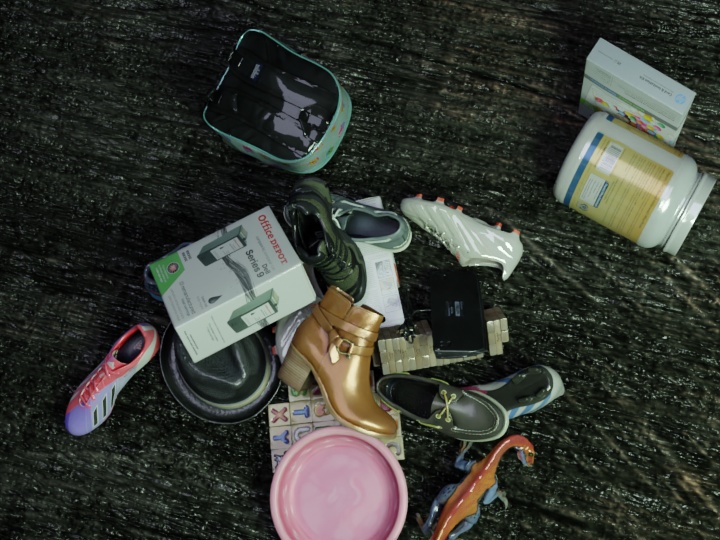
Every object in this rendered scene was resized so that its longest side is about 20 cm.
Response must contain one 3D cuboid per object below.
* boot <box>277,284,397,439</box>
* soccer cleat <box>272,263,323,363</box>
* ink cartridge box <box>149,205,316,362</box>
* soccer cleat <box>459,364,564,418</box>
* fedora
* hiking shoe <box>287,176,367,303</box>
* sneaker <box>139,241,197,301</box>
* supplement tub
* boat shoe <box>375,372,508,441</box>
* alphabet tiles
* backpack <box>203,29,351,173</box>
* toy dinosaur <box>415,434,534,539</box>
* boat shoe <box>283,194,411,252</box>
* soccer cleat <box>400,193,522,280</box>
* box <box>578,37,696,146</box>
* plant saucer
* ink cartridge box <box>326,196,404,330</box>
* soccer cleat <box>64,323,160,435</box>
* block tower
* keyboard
[{"bbox_3d":[-0.004,0.130,1.574,0.199,0.077,0.157,33,97,12],"label":"boot"},{"bbox_3d":[-0.088,0.073,1.653,0.077,0.069,0.203,-15,72,25],"label":"soccer cleat"},{"bbox_3d":[-0.182,0.016,1.597,0.198,0.085,0.147,-27,47,-6],"label":"ink cartridge box"},{"bbox_3d":[0.201,0.192,1.606,0.198,0.086,0.071,-22,67,26],"label":"soccer cleat"},{"bbox_3d":[-0.213,0.126,1.654,0.197,0.092,0.204,-2,77,7],"label":"fedora"},{"bbox_3d":[-0.056,-0.026,1.582,0.075,0.101,0.202,-15,115,28],"label":"hiking shoe"},{"bbox_3d":[-0.236,-0.006,1.688,0.197,0.096,0.080,-22,75,2],"label":"sneaker"},{"bbox_3d":[0.393,-0.123,1.613,0.198,0.145,0.146,30,82,13],"label":"supplement tub"},{"bbox_3d":[0.111,0.192,1.574,0.199,0.060,0.073,13,84,34],"label":"boat shoe"},{"bbox_3d":[-0.037,0.237,1.651,0.196,0.006,0.169,-6,75,5],"label":"alphabet tiles"},{"bbox_3d":[-0.114,-0.241,1.699,0.198,0.153,0.178,26,83,22],"label":"backpack"},{"bbox_3d":[0.166,0.309,1.542,0.104,0.200,0.182,36,115,-2],"label":"toy dinosaur"},{"bbox_3d":[-0.022,-0.077,1.644,0.197,0.062,0.074,14,80,11],"label":"boat shoe"},{"bbox_3d":[0.145,-0.052,1.668,0.197,0.069,0.079,22,83,9],"label":"soccer cleat"},{"bbox_3d":[0.392,-0.240,1.612,0.155,0.200,0.041,34,84,13],"label":"box"},{"bbox_3d":[-0.029,0.325,1.601,0.197,0.051,0.204,-1,80,6],"label":"plant saucer"},{"bbox_3d":[0.000,0.000,1.682,0.107,0.050,0.203,-13,76,3],"label":"ink cartridge box"},{"bbox_3d":[-0.377,0.159,1.675,0.067,0.077,0.200,40,84,14],"label":"soccer cleat"},{"bbox_3d":[0.113,0.102,1.617,0.197,0.058,0.055,-10,107,-3],"label":"block tower"},{"bbox_3d":[0.114,0.061,1.602,0.125,0.021,0.201,1,33,2],"label":"keyboard"}]
